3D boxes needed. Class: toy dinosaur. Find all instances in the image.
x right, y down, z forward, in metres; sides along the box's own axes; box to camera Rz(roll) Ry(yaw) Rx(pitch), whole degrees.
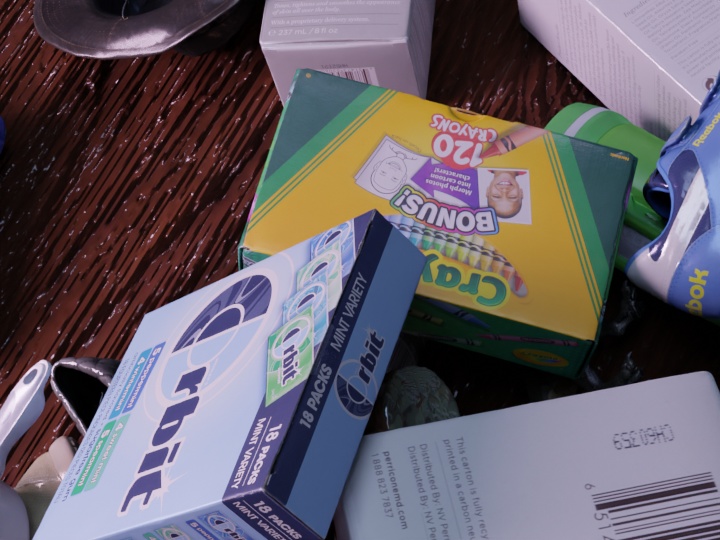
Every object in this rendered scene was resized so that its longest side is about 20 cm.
[{"bbox_3d":[0.124,0.051,0.949,0.088,0.047,0.201,-19,57,26],"label":"toy dinosaur"}]

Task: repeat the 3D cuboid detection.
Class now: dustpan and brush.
[{"bbox_3d":[-0.220,0.137,0.905,0.200,0.057,0.140,-50,40,8],"label":"dustpan and brush"}]

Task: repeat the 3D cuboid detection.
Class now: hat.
[{"bbox_3d":[-0.130,-0.205,1.135,0.199,0.081,0.202,-14,55,21],"label":"hat"}]

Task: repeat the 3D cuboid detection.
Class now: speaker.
[{"bbox_3d":[0.195,-0.024,0.957,0.199,0.089,0.089,33,71,28],"label":"speaker"}]

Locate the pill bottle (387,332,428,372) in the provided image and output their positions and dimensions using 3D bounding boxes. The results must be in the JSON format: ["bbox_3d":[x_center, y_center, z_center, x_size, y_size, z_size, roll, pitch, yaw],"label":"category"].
[{"bbox_3d":[0.000,0.000,0.970,0.110,0.111,0.201,15,63,21],"label":"pill bottle"}]

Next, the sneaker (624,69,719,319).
[{"bbox_3d":[0.203,-0.066,0.886,0.082,0.074,0.201,9,65,22],"label":"sneaker"}]

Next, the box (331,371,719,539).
[{"bbox_3d":[0.098,0.177,0.761,0.198,0.131,0.200,-10,53,-6],"label":"box"}]

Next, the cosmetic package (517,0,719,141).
[{"bbox_3d":[0.184,-0.151,1.026,0.071,0.102,0.200,-34,59,-10],"label":"cosmetic package"}]

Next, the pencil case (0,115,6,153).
[{"bbox_3d":[-0.297,-0.036,1.074,0.077,0.087,0.201,13,61,-6],"label":"pencil case"}]

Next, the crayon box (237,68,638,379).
[{"bbox_3d":[0.043,-0.027,0.890,0.199,0.058,0.119,15,66,4],"label":"crayon box"}]

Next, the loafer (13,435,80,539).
[{"bbox_3d":[-0.155,0.185,0.918,0.068,0.076,0.200,-35,45,3],"label":"loafer"}]

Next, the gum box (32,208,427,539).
[{"bbox_3d":[-0.070,0.072,0.810,0.199,0.045,0.171,-24,33,43],"label":"gum box"}]

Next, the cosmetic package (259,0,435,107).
[{"bbox_3d":[-0.001,-0.214,1.115,0.106,0.090,0.201,-2,62,11],"label":"cosmetic package"}]

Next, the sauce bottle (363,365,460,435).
[{"bbox_3d":[-0.031,0.110,0.888,0.199,0.064,0.065,-28,46,43],"label":"sauce bottle"}]

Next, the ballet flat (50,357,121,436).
[{"bbox_3d":[-0.135,0.115,0.929,0.067,0.057,0.200,-64,34,14],"label":"ballet flat"}]
